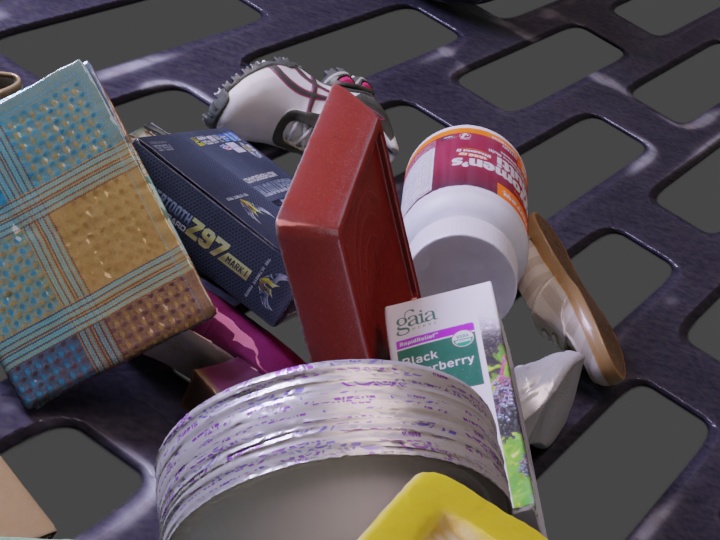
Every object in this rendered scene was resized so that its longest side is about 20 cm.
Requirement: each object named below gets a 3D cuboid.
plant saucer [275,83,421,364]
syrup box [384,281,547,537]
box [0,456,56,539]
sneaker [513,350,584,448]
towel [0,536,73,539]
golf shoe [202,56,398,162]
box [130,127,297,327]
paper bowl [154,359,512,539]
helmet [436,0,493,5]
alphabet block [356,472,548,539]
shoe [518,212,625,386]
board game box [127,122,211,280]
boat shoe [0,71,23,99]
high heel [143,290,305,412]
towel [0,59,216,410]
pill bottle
[{"bbox_3d":[0.000,0.000,1.280,0.036,0.202,0.200,-5,31,16],"label":"plant saucer"},{"bbox_3d":[0.069,0.109,1.213,0.078,0.082,0.201,-13,45,6],"label":"syrup box"},{"bbox_3d":[-0.288,0.101,1.033,0.200,0.021,0.163,48,34,19],"label":"box"},{"bbox_3d":[0.097,0.096,1.351,0.088,0.076,0.200,22,26,23],"label":"sneaker"},{"bbox_3d":[-0.181,0.216,0.927,0.151,0.024,0.201,7,38,-31],"label":"towel"},{"bbox_3d":[-0.047,-0.136,1.637,0.199,0.078,0.088,-4,46,-43],"label":"golf shoe"},{"bbox_3d":[-0.080,-0.037,1.336,0.157,0.051,0.200,38,15,9],"label":"box"},{"bbox_3d":[-0.013,0.144,1.028,0.199,0.201,0.105,10,50,-25],"label":"paper bowl"},{"bbox_3d":[0.113,-0.400,2.113,0.198,0.193,0.200,-12,20,4],"label":"helmet"},{"bbox_3d":[0.042,0.253,0.872,0.195,0.201,0.195,29,27,11],"label":"alphabet block"},{"bbox_3d":[0.168,0.032,1.546,0.070,0.053,0.201,45,15,-40],"label":"shoe"},{"bbox_3d":[-0.120,-0.044,1.461,0.199,0.028,0.135,30,28,10],"label":"board game box"},{"bbox_3d":[-0.347,-0.122,1.373,0.199,0.063,0.073,-6,41,-41],"label":"boat shoe"},{"bbox_3d":[-0.114,0.032,1.275,0.096,0.068,0.201,-12,56,-44],"label":"high heel"},{"bbox_3d":[-0.201,-0.025,1.215,0.146,0.022,0.201,-26,77,-14],"label":"towel"},{"bbox_3d":[0.085,-0.034,1.521,0.109,0.110,0.201,21,27,-6],"label":"pill bottle"}]
